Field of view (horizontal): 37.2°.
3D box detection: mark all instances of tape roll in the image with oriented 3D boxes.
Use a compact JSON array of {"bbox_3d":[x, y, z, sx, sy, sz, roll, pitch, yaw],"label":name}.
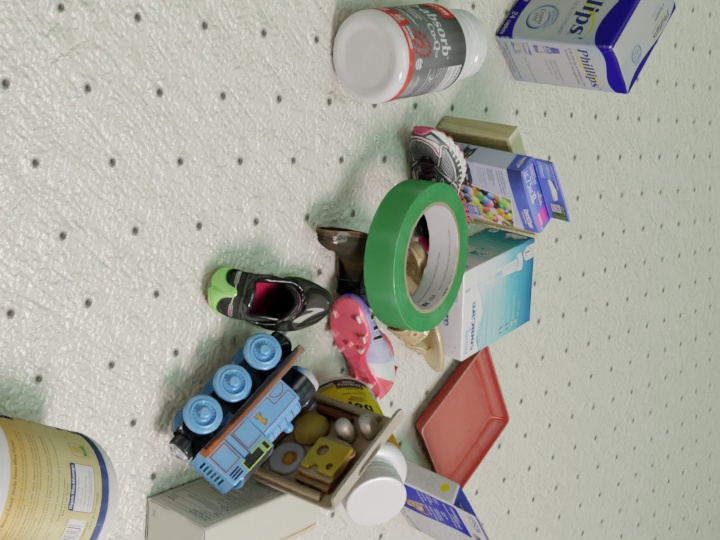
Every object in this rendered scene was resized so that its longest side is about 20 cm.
[{"bbox_3d":[0.077,-0.020,1.420,0.200,0.048,0.201,-23,118,-55],"label":"tape roll"}]

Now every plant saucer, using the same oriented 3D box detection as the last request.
[{"bbox_3d":[0.164,0.249,1.757,0.200,0.037,0.200,-49,137,-30],"label":"plant saucer"}]

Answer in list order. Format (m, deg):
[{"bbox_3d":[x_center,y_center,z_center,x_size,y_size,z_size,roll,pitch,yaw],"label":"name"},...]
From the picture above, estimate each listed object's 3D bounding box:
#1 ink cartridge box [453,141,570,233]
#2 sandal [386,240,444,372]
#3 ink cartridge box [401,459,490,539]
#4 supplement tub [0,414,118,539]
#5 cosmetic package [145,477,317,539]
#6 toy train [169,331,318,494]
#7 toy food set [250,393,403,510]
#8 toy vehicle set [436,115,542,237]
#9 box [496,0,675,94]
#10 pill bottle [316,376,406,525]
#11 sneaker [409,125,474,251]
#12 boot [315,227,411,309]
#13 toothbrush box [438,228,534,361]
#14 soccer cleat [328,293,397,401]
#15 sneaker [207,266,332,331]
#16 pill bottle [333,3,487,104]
[{"bbox_3d":[0.194,-0.118,1.524,0.042,0.200,0.119,-52,137,-28],"label":"ink cartridge box"},{"bbox_3d":[0.066,0.063,1.549,0.070,0.078,0.212,-21,119,-23],"label":"sandal"},{"bbox_3d":[0.133,0.370,1.623,0.047,0.200,0.198,-53,139,-25],"label":"ink cartridge box"},{"bbox_3d":[-0.342,0.206,0.993,0.200,0.144,0.144,29,79,-53],"label":"supplement tub"},{"bbox_3d":[-0.153,0.298,1.309,0.200,0.103,0.073,-12,113,-49],"label":"cosmetic package"},{"bbox_3d":[-0.133,0.163,1.265,0.114,0.087,0.200,44,61,-1],"label":"toy train"},{"bbox_3d":[-0.064,0.198,1.305,0.144,0.200,0.060,-50,134,-29],"label":"toy food set"},{"bbox_3d":[0.196,-0.137,1.583,0.027,0.124,0.200,-52,138,-27],"label":"toy vehicle set"},{"bbox_3d":[0.341,-0.376,1.619,0.184,0.200,0.105,-58,140,-20],"label":"box"},{"bbox_3d":[-0.008,0.232,1.378,0.109,0.200,0.109,-8,121,-14],"label":"pill bottle"},{"bbox_3d":[0.106,-0.114,1.512,0.075,0.081,0.200,-43,134,-32],"label":"sneaker"},{"bbox_3d":[0.000,0.000,1.421,0.200,0.075,0.097,16,87,-55],"label":"boot"},{"bbox_3d":[0.181,0.033,1.659,0.200,0.085,0.147,-26,123,-46],"label":"toothbrush box"},{"bbox_3d":[0.008,0.097,1.480,0.076,0.067,0.200,-54,142,-37],"label":"soccer cleat"},{"bbox_3d":[-0.098,0.043,1.302,0.200,0.084,0.077,7,98,-53],"label":"sneaker"},{"bbox_3d":[0.068,-0.282,1.372,0.200,0.116,0.116,-21,119,-48],"label":"pill bottle"}]
